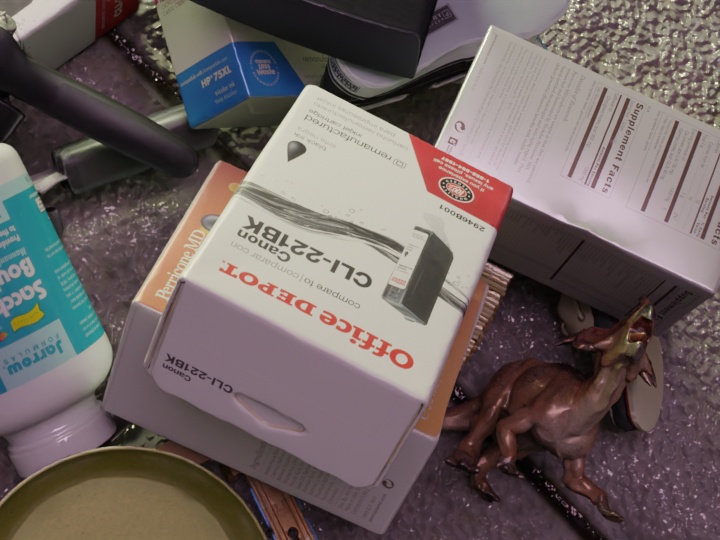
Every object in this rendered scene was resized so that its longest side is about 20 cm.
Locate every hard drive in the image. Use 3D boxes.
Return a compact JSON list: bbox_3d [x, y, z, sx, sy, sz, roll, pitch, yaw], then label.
[{"bbox_3d":[-0.038,-0.219,0.904,0.199,0.042,0.135,20,66,-7],"label":"hard drive"}]

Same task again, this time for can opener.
[{"bbox_3d":[-0.200,-0.112,0.906,0.200,0.063,0.079,21,105,-24],"label":"can opener"},{"bbox_3d":[-0.195,-0.064,0.964,0.200,0.053,0.067,-27,112,-17],"label":"can opener"}]

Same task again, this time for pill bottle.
[{"bbox_3d":[-0.229,0.029,0.868,0.111,0.111,0.200,-28,101,-19],"label":"pill bottle"}]

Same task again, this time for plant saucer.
[{"bbox_3d":[-0.151,0.210,0.856,0.199,0.031,0.201,1,87,-13],"label":"plant saucer"}]

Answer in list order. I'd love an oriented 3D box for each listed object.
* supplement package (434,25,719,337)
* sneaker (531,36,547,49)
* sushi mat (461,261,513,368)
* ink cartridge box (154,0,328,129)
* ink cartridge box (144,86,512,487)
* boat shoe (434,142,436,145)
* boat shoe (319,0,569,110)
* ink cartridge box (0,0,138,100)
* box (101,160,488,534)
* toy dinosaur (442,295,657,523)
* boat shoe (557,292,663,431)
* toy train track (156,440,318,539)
[{"bbox_3d":[0.146,-0.056,0.911,0.199,0.114,0.110,25,71,0],"label":"supplement package"},{"bbox_3d":[0.051,-0.184,1.041,0.200,0.077,0.081,27,85,0],"label":"sneaker"},{"bbox_3d":[0.000,0.000,0.962,0.200,0.012,0.096,27,105,1],"label":"sushi mat"},{"bbox_3d":[-0.087,-0.208,0.978,0.116,0.067,0.201,-10,82,-48],"label":"ink cartridge box"},{"bbox_3d":[-0.012,0.004,0.780,0.144,0.084,0.200,27,43,0],"label":"ink cartridge box"},{"bbox_3d":[0.083,-0.077,1.002,0.062,0.072,0.200,46,71,-1],"label":"boat shoe"},{"bbox_3d":[0.060,-0.165,0.973,0.199,0.068,0.074,-32,84,-24],"label":"boat shoe"},{"bbox_3d":[-0.278,-0.201,0.970,0.200,0.084,0.144,-42,84,-20],"label":"ink cartridge box"},{"bbox_3d":[-0.040,0.047,0.877,0.199,0.106,0.152,24,43,-2],"label":"box"},{"bbox_3d":[0.125,0.086,0.922,0.086,0.200,0.136,36,65,-36],"label":"toy dinosaur"},{"bbox_3d":[0.174,0.022,0.993,0.062,0.071,0.201,-15,75,27],"label":"boat shoe"},{"bbox_3d":[-0.064,0.146,0.917,0.114,0.033,0.200,-23,77,-19],"label":"toy train track"}]
